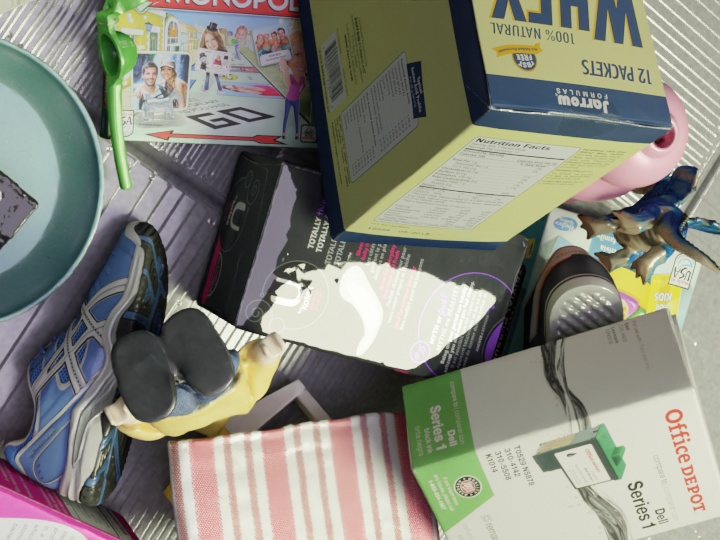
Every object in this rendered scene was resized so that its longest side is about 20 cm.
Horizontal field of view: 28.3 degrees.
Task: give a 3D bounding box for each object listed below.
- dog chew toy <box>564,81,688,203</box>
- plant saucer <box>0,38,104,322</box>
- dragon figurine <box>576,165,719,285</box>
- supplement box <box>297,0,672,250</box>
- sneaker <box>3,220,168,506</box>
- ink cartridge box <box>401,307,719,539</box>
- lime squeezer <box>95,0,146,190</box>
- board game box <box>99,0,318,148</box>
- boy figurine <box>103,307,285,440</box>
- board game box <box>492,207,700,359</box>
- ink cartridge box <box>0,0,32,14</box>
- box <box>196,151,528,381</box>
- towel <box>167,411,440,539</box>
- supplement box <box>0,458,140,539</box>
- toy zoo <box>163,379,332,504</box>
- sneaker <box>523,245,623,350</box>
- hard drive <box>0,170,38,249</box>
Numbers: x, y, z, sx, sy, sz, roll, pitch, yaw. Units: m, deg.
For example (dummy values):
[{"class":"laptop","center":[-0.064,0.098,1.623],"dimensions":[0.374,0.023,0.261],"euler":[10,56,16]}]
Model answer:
[{"class":"dog chew toy","center":[0.164,-0.105,1.035],"dimensions":[0.124,0.200,0.125],"euler":[-3,99,-21]},{"class":"plant saucer","center":[-0.274,-0.061,0.957],"dimensions":[0.200,0.036,0.201],"euler":[-3,99,-21]},{"class":"dragon figurine","center":[0.225,-0.039,1.029],"dimensions":[0.099,0.200,0.059],"euler":[-29,97,-13]},{"class":"supplement box","center":[0.070,-0.142,0.925],"dimensions":[0.134,0.200,0.200],"euler":[2,69,-29]},{"class":"sneaker","center":[-0.187,0.057,0.988],"dimensions":[0.077,0.076,0.200],"euler":[13,76,11]},{"class":"ink cartridge box","center":[0.148,0.127,1.013],"dimensions":[0.200,0.084,0.146],"euler":[-18,130,11]},{"class":"lime squeezer","center":[-0.150,-0.158,0.967],"dimensions":[0.071,0.038,0.200],"euler":[23,89,-54]},{"class":"board game box","center":[-0.083,-0.157,1.022],"dimensions":[0.200,0.029,0.135],"euler":[0,99,-21]},{"class":"boy figurine","center":[-0.107,0.073,0.952],"dimensions":[0.124,0.200,0.065],"euler":[-25,82,-2]},{"class":"board game box","center":[0.178,0.060,1.150],"dimensions":[0.151,0.047,0.200],"euler":[15,93,-23]},{"class":"ink cartridge box","center":[-0.218,-0.241,0.917],"dimensions":[0.200,0.067,0.117],"euler":[-28,88,-15]},{"class":"box","center":[0.000,0.000,1.037],"dimensions":[0.200,0.106,0.123],"euler":[16,92,-24]},{"class":"towel","center":[-0.036,0.180,0.999],"dimensions":[0.200,0.030,0.147],"euler":[-4,82,-28]},{"class":"supplement box","center":[-0.257,0.185,0.967],"dimensions":[0.200,0.103,0.101],"euler":[31,86,-22]},{"class":"toy zoo","center":[-0.052,0.175,1.053],"dimensions":[0.131,0.020,0.200],"euler":[-40,86,-13]},{"class":"sneaker","center":[0.160,0.074,1.081],"dimensions":[0.078,0.079,0.200],"euler":[3,122,-4]},{"class":"hard drive","center":[-0.325,-0.053,0.899],"dimensions":[0.200,0.038,0.140],"euler":[40,83,-23]}]
